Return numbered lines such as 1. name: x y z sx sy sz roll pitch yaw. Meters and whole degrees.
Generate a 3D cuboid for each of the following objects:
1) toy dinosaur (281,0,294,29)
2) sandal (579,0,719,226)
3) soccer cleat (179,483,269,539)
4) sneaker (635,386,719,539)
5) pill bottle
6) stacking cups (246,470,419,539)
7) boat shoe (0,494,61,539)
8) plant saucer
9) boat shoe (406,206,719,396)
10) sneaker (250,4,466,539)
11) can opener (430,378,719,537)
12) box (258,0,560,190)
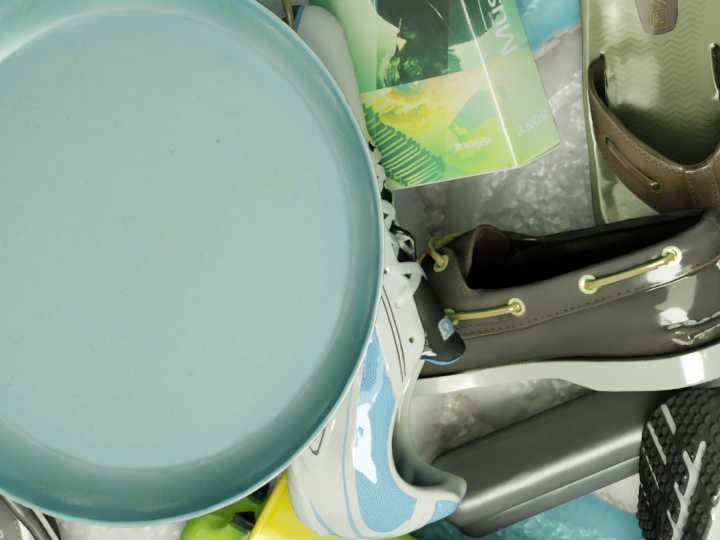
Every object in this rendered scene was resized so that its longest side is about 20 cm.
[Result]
1. toy dinosaur: -0.085 -0.167 0.900 0.200 0.058 0.101 27 140 32
2. sandal: 0.120 -0.059 0.937 0.079 0.057 0.202 -13 95 12
3. soccer cleat: 0.013 0.159 1.011 0.199 0.068 0.081 24 114 3
4. sneaker: 0.152 0.115 0.962 0.080 0.074 0.200 -6 138 -5
5. pill bottle: -0.132 0.017 0.948 0.199 0.109 0.109 -2 104 16
6. stacking cups: 0.046 0.145 0.949 0.199 0.061 0.061 28 104 -1
7. boat shoe: -0.137 0.159 1.016 0.067 0.057 0.201 -18 102 7
8. plant saucer: -0.084 -0.010 0.863 0.199 0.027 0.201 1 93 15
9. boat shoe: 0.057 0.010 0.940 0.200 0.072 0.061 -4 109 31
10. sneaker: 0.000 0.000 0.897 0.072 0.072 0.201 -6 98 7
11. can opener: 0.120 0.048 0.987 0.199 0.053 0.067 -28 66 7
12. box: -0.017 -0.125 0.914 0.144 0.036 0.201 -9 107 43
